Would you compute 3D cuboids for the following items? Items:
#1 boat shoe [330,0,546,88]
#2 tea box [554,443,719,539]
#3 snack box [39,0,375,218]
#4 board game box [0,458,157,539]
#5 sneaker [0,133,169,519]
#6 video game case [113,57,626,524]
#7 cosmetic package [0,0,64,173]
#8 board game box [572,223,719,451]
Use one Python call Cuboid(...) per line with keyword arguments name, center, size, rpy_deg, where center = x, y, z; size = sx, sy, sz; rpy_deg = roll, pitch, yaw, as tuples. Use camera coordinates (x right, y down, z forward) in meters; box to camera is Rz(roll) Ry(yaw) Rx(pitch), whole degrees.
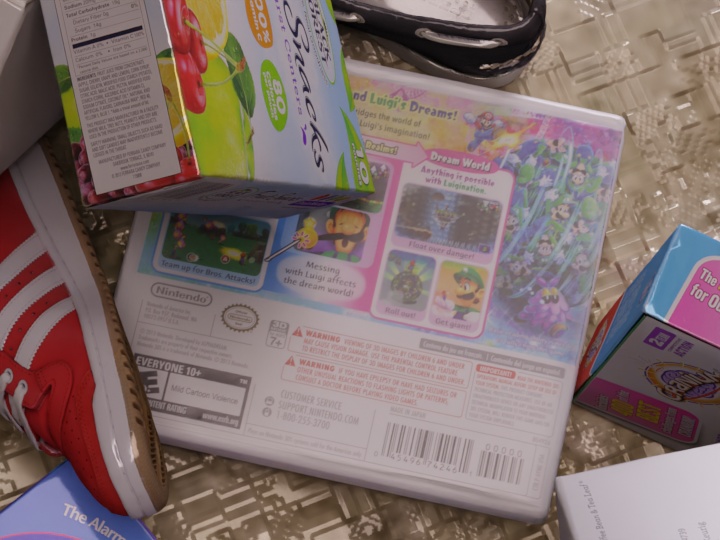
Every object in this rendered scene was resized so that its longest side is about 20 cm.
Cuboid(name="boat shoe", center=(-0.012, -0.140, 1.067), size=(0.200, 0.060, 0.074), rpy_deg=(26, 74, 1))
Cuboid(name="tea box", center=(0.160, 0.197, 0.883), size=(0.134, 0.197, 0.200), rpy_deg=(-10, 36, -3))
Cuboid(name="snack box", center=(-0.060, -0.095, 0.941), size=(0.053, 0.200, 0.142), rpy_deg=(-13, 86, 17))
Cuboid(name="board game box", center=(-0.103, 0.192, 0.979), size=(0.134, 0.045, 0.200), rpy_deg=(-38, 82, -13))
Cuboid(name="sneaker", center=(-0.152, 0.034, 0.980), size=(0.112, 0.071, 0.200), rpy_deg=(-19, 49, -9))
Cuboid(name="video game case", center=(0.000, 0.000, 1.043), size=(0.200, 0.024, 0.182), rpy_deg=(12, 74, 3))
Cuboid(name="cosmetic package", center=(-0.151, -0.103, 0.962), size=(0.085, 0.200, 0.108), rpy_deg=(29, 113, 2))
Cuboid(name="board game box", center=(0.195, 0.060, 0.989), size=(0.200, 0.153, 0.040), rpy_deg=(25, 73, 0))
